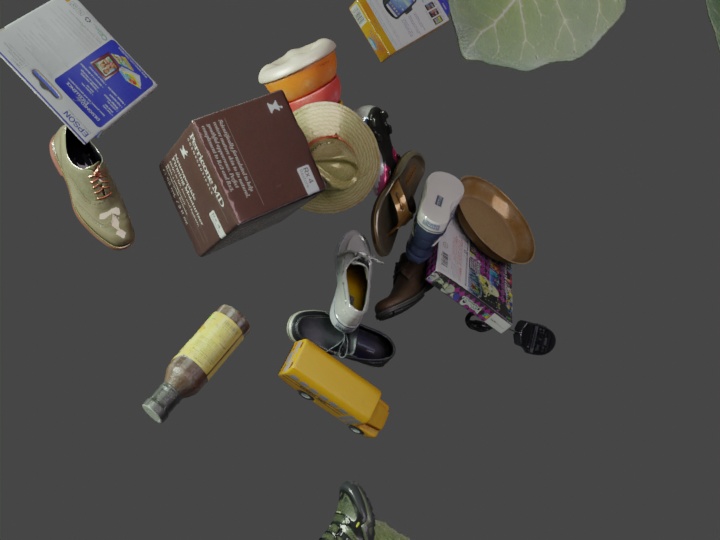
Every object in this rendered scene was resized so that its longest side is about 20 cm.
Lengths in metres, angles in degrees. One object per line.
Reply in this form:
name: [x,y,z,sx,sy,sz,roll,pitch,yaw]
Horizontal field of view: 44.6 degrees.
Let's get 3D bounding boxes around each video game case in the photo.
video game case: [0.199,-0.010,1.577,0.180,0.036,0.202,33,37,-19]

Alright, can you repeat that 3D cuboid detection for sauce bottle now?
sauce bottle: [-0.249,0.141,1.327,0.065,0.064,0.201,46,60,-11]

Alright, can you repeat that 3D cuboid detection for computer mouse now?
computer mouse: [0.281,0.113,1.648,0.196,0.034,0.060,19,86,-18]

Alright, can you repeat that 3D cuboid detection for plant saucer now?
plant saucer: [0.243,-0.086,1.633,0.198,0.035,0.203,28,39,-25]

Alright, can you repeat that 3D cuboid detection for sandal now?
sandal: [0.073,-0.119,1.521,0.080,0.053,0.203,47,62,-47]

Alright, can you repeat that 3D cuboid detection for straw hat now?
straw hat: [-0.047,-0.174,1.451,0.196,0.085,0.206,-6,112,-15]

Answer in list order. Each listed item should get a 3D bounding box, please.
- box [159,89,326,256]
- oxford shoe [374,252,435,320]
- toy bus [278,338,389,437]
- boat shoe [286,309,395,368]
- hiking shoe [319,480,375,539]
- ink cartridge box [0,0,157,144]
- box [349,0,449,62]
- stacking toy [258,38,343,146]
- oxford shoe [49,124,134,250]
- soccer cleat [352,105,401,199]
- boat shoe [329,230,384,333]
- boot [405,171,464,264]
box: [-0.186,-0.146,1.353,0.162,0.199,0.169,-25,89,-30]
oxford shoe: [0.079,0.019,1.537,0.085,0.072,0.199,54,48,-4]
toy bus: [-0.036,0.194,1.423,0.199,0.078,0.066,37,64,-16]
boat shoe: [-0.028,0.112,1.458,0.196,0.062,0.076,20,71,-22]
hiking shoe: [-0.036,0.431,1.367,0.099,0.075,0.205,11,74,-29]
ink cartridge box: [-0.432,-0.299,1.313,0.198,0.047,0.201,47,43,-13]
box: [0.083,-0.494,1.679,0.199,0.041,0.120,-36,96,-33]
stacking toy: [-0.076,-0.278,1.507,0.145,0.145,0.203,-35,112,-30]
oxford shoe: [-0.397,-0.124,1.304,0.070,0.074,0.202,-35,95,-30]
soccer cleat: [0.028,-0.196,1.565,0.069,0.085,0.204,-34,118,-40]
boat shoe: [-0.004,-0.001,1.453,0.073,0.086,0.205,25,46,-16]
boot: [0.123,-0.096,1.528,0.072,0.091,0.201,28,34,4]
